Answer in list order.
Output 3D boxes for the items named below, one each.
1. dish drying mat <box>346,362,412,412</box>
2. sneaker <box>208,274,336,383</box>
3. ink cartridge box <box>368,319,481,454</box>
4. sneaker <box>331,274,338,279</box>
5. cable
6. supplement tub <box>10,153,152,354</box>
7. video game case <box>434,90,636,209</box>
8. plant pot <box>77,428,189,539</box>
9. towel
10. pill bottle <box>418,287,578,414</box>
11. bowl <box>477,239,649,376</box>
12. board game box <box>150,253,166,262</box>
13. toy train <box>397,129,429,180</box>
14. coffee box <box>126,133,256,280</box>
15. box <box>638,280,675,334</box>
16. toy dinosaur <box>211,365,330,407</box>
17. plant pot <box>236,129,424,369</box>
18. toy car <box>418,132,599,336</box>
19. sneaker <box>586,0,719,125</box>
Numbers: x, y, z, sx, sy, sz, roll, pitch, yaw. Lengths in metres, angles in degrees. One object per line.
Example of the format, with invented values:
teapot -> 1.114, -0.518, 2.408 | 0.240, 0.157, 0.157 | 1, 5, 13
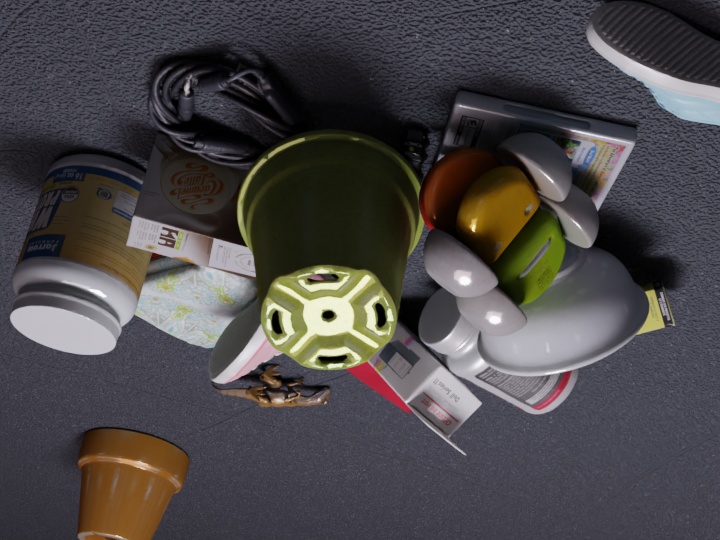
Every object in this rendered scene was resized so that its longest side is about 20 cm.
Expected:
dish drying mat -> 0.039, 0.155, 1.918 | 0.077, 0.018, 0.200 | -13, 143, 37
sneaker -> -0.091, 0.077, 1.585 | 0.105, 0.075, 0.200 | 30, 112, -30
ink cartridge box -> 0.078, 0.138, 1.694 | 0.117, 0.067, 0.200 | 42, -177, -45
sneaker -> 0.000, 0.000, 1.550 | 0.087, 0.075, 0.200 | 22, 168, 0
cable -> -0.130, -0.146, 1.380 | 0.163, 0.051, 0.200 | -5, 149, 28
supplement tub -> -0.317, -0.018, 1.528 | 0.144, 0.200, 0.145 | 9, 152, 5
video game case -> 0.170, -0.106, 1.373 | 0.182, 0.024, 0.200 | 12, 152, -2
plant pot -> -0.428, 0.409, 2.390 | 0.200, 0.184, 0.200 | 9, 152, 5
towel -> -0.192, 0.039, 1.652 | 0.200, 0.048, 0.171 | -14, 145, 38
pill bottle -> 0.171, 0.096, 1.656 | 0.200, 0.111, 0.111 | 29, 147, -31
bowl -> 0.213, 0.024, 1.462 | 0.201, 0.201, 0.090 | -6, 118, 29
board game box -> -0.197, -0.005, 1.673 | 0.200, 0.046, 0.151 | -16, 143, 40
toy train -> 0.050, -0.084, 1.433 | 0.034, 0.046, 0.200 | 10, 153, 2
coffee box -> -0.148, -0.063, 1.473 | 0.200, 0.115, 0.080 | 16, 152, -8
box -> 0.261, 0.063, 1.536 | 0.200, 0.050, 0.075 | -15, -177, 11
toy dinosaur -> -0.149, 0.189, 2.007 | 0.200, 0.061, 0.106 | 6, 153, 11
plant pot -> -0.029, -0.008, 1.312 | 0.200, 0.184, 0.201 | 0, 127, -1
toy car -> 0.131, -0.047, 1.332 | 0.150, 0.175, 0.200 | 34, 171, 40
sneaker -> 0.276, -0.168, 1.162 | 0.200, 0.074, 0.082 | 21, 148, -15
